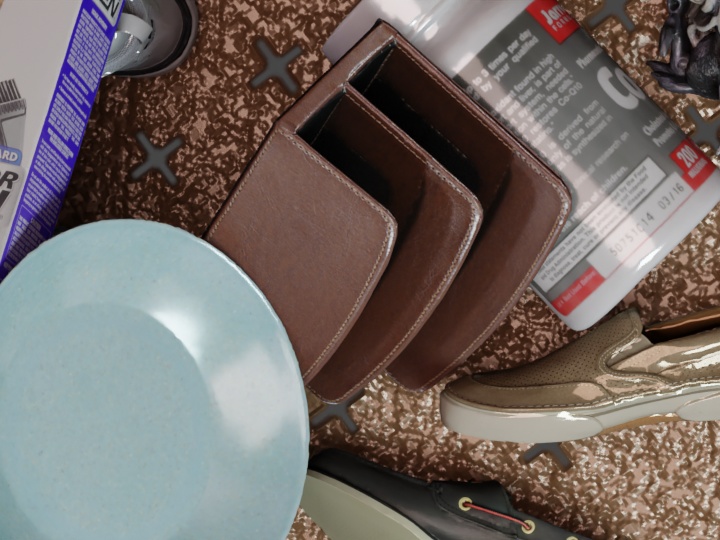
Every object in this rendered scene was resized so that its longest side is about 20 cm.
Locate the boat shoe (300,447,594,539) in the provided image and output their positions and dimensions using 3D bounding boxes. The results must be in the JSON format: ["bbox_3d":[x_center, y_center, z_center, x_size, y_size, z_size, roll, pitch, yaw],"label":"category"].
[{"bbox_3d":[0.058,0.146,1.586,0.201,0.074,0.063,26,62,14],"label":"boat shoe"}]

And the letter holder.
[{"bbox_3d":[0.000,0.000,1.503,0.142,0.101,0.200,41,140,4],"label":"letter holder"}]

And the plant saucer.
[{"bbox_3d":[-0.116,0.077,1.437,0.200,0.039,0.202,7,79,-36],"label":"plant saucer"}]

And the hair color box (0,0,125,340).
[{"bbox_3d":[-0.195,-0.074,1.449,0.109,0.065,0.201,12,76,15],"label":"hair color box"}]

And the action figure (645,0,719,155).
[{"bbox_3d":[0.202,-0.146,1.510,0.118,0.200,0.102,22,59,29],"label":"action figure"}]

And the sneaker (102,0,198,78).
[{"bbox_3d":[-0.189,-0.149,1.561,0.199,0.115,0.076,15,97,6],"label":"sneaker"}]

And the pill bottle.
[{"bbox_3d":[0.083,-0.077,1.533,0.114,0.114,0.200,-44,89,9],"label":"pill bottle"}]

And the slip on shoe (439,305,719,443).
[{"bbox_3d":[0.139,0.049,1.555,0.199,0.076,0.061,-4,105,5],"label":"slip on shoe"}]

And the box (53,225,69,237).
[{"bbox_3d":[-0.147,0.101,1.617,0.155,0.041,0.201,30,99,4],"label":"box"}]
